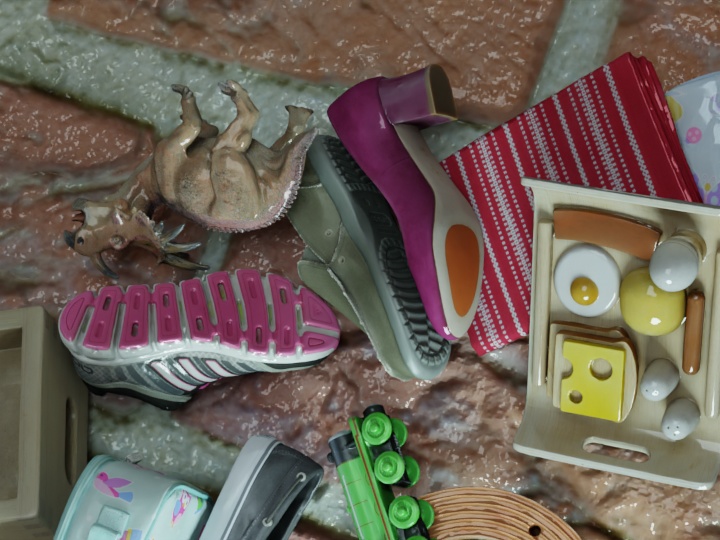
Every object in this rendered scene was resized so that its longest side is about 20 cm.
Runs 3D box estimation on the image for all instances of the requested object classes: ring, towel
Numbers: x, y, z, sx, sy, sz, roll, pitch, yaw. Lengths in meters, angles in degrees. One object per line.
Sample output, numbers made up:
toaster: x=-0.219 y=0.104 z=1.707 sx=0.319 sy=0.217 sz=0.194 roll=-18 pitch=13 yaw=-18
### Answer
ring: x=0.076 y=0.248 z=1.465 sx=0.199 sy=0.019 sz=0.202 roll=-3 pitch=74 yaw=12
towel: x=0.138 y=-0.045 z=1.490 sx=0.199 sy=0.022 sz=0.145 roll=-29 pitch=71 yaw=29

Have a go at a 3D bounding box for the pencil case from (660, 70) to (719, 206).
pencil case: x=0.264 y=-0.038 z=1.461 sx=0.090 sy=0.083 sz=0.201 roll=-20 pitch=73 yaw=3

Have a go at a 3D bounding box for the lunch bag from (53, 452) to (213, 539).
lunch bag: x=-0.172 y=0.222 z=1.454 sx=0.077 sy=0.160 sz=0.201 roll=18 pitch=81 yaw=16

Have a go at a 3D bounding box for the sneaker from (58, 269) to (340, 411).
sneaker: x=-0.116 y=0.054 z=1.536 sx=0.199 sy=0.088 sz=0.074 roll=-3 pitch=56 yaw=-10

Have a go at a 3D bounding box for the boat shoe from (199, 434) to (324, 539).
boat shoe: x=-0.080 y=0.215 z=1.488 sx=0.066 sy=0.070 sz=0.201 roll=18 pitch=73 yaw=18

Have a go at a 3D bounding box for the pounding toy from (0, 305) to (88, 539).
pounding toy: x=-0.289 y=0.155 z=1.527 sx=0.183 sy=0.142 sz=0.201 roll=-8 pitch=64 yaw=10

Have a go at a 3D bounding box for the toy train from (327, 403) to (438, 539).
toy train: x=0.026 y=0.189 z=1.463 sx=0.056 sy=0.042 sz=0.201 roll=-25 pitch=70 yaw=17

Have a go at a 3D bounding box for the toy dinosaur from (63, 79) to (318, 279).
toy dinosaur: x=-0.103 y=-0.057 z=1.535 sx=0.199 sy=0.086 sz=0.136 roll=0 pitch=76 yaw=31

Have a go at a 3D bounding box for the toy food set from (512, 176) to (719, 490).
toy food set: x=0.172 y=0.040 z=1.428 sx=0.143 sy=0.060 sz=0.201 roll=9 pitch=113 yaw=21

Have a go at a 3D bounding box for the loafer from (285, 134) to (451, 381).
loafer: x=0.000 y=0.000 z=1.527 sx=0.070 sy=0.075 sz=0.201 roll=-39 pitch=60 yaw=25

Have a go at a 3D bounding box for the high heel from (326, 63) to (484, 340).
high heel: x=0.029 y=-0.041 z=1.515 sx=0.096 sy=0.067 sz=0.201 roll=-17 pitch=67 yaw=33
